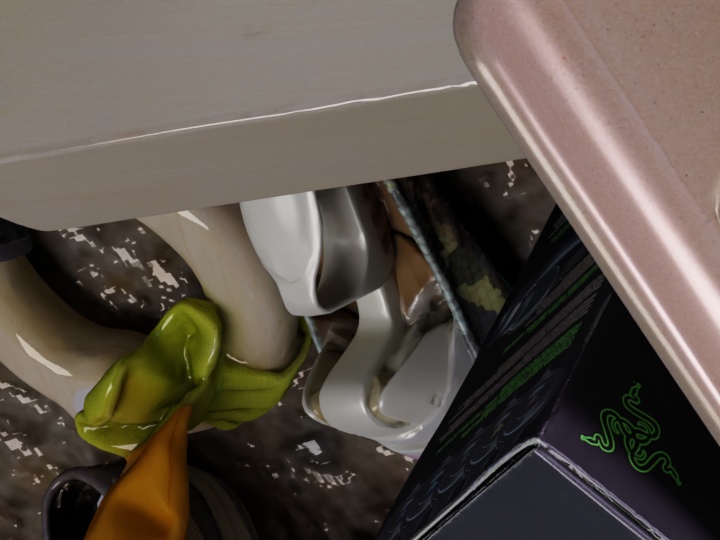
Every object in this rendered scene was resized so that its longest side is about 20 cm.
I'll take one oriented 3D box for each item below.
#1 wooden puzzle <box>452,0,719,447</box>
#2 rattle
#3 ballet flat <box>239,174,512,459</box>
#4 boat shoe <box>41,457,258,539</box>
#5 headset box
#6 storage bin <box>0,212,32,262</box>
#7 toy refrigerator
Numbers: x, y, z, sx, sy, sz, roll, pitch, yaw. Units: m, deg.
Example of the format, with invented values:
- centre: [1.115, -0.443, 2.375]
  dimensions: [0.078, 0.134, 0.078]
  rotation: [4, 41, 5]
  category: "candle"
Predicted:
- centre: [0.146, -0.041, 0.664]
  dimensions: [0.200, 0.037, 0.185]
  rotation: [-35, 104, 0]
  category: "wooden puzzle"
- centre: [-0.115, 0.000, 0.879]
  dimensions: [0.130, 0.143, 0.200]
  rotation: [4, 137, 49]
  category: "rattle"
- centre: [0.000, 0.000, 0.858]
  dimensions: [0.069, 0.071, 0.201]
  rotation: [-9, 122, 31]
  category: "ballet flat"
- centre: [-0.058, 0.146, 0.931]
  dimensions: [0.073, 0.200, 0.074]
  rotation: [19, 125, -46]
  category: "boat shoe"
- centre: [0.112, 0.063, 0.762]
  dimensions: [0.174, 0.200, 0.093]
  rotation: [40, 134, -6]
  category: "headset box"
- centre: [-0.200, -0.033, 0.843]
  dimensions: [0.200, 0.135, 0.094]
  rotation: [-1, 102, 54]
  category: "storage bin"
- centre: [-0.014, -0.063, 0.746]
  dimensions: [0.199, 0.070, 0.076]
  rotation: [-9, 167, 23]
  category: "toy refrigerator"
